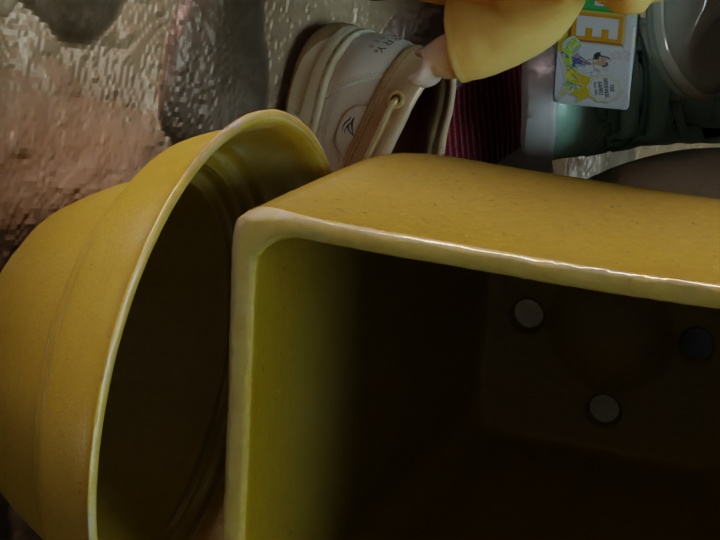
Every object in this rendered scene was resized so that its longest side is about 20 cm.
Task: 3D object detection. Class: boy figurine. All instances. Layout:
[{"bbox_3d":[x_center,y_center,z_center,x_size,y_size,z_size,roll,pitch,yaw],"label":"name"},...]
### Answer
[{"bbox_3d":[0.045,-0.127,0.895,0.064,0.199,0.125,-7,110,-58],"label":"boy figurine"}]

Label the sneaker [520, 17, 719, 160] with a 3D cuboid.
[{"bbox_3d":[0.147,-0.091,1.119,0.200,0.117,0.074,-24,118,-66],"label":"sneaker"}]

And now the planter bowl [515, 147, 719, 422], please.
[{"bbox_3d":[0.133,0.033,1.120,0.200,0.134,0.202,-24,120,-52],"label":"planter bowl"}]

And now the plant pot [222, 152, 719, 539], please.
[{"bbox_3d":[0.073,0.054,0.888,0.200,0.194,0.195,-47,143,-64],"label":"plant pot"}]

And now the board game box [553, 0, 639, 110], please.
[{"bbox_3d":[0.115,-0.188,1.046,0.135,0.034,0.201,89,10,-46],"label":"board game box"}]

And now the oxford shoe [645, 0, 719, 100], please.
[{"bbox_3d":[0.184,-0.170,1.055,0.075,0.058,0.201,31,80,-39],"label":"oxford shoe"}]

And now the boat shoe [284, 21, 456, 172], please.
[{"bbox_3d":[0.000,0.000,0.992,0.074,0.069,0.201,-10,109,-58],"label":"boat shoe"}]

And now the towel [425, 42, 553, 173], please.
[{"bbox_3d":[0.049,-0.019,1.116,0.144,0.023,0.201,-36,130,-48],"label":"towel"}]

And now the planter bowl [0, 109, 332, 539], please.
[{"bbox_3d":[-0.081,0.035,0.842,0.200,0.083,0.202,12,90,-69],"label":"planter bowl"}]

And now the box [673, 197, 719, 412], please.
[{"bbox_3d":[0.209,-0.017,1.055,0.160,0.044,0.201,27,77,-57],"label":"box"}]
